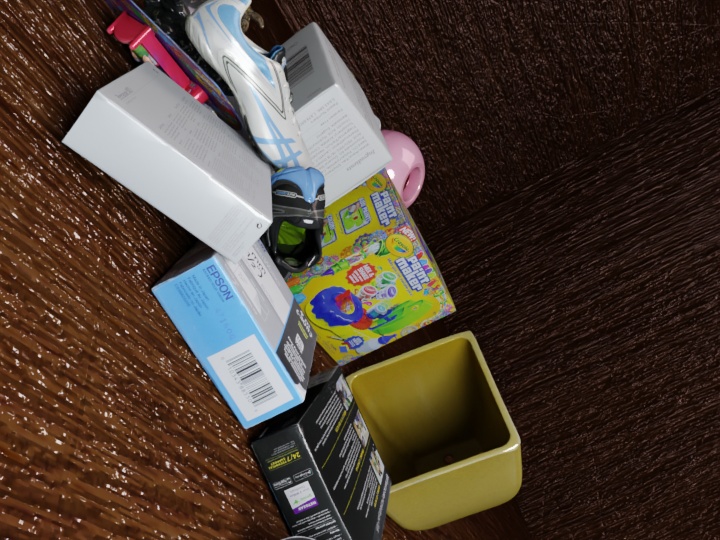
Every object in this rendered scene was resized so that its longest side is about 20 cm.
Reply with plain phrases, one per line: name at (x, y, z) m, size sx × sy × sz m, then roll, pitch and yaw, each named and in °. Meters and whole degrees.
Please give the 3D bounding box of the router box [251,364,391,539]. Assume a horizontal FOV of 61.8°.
router box at (-0.027, 0.191, 0.589) m, size 0.150 × 0.051 × 0.200 m, roll 65°, pitch 9°, yaw -1°

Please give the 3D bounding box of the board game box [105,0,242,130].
board game box at (-0.209, -0.208, 0.626) m, size 0.200 × 0.039 × 0.158 m, roll 44°, pitch -7°, yaw -13°

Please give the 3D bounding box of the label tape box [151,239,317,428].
label tape box at (-0.103, 0.030, 0.572) m, size 0.144 × 0.066 × 0.200 m, roll 61°, pitch 11°, yaw -16°

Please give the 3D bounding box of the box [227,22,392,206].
box at (-0.088, -0.181, 0.785) m, size 0.131 × 0.199 × 0.200 m, roll 45°, pitch 19°, yaw -39°

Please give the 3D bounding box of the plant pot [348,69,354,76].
plant pot at (-0.085, -0.291, 1.255) m, size 0.201 × 0.198 × 0.191 m, roll -107°, pitch 178°, yaw -47°

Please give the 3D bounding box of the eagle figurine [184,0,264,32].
eagle figurine at (-0.260, -0.467, 0.962) m, size 0.199 × 0.153 × 0.151 m, roll 15°, pitch -3°, yaw -39°

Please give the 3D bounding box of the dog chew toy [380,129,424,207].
dog chew toy at (-0.005, -0.161, 0.895) m, size 0.199 × 0.125 × 0.125 m, roll 27°, pitch -8°, yaw 26°

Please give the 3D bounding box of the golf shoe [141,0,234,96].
golf shoe at (-0.181, -0.250, 0.702) m, size 0.200 × 0.078 × 0.095 m, roll 42°, pitch -9°, yaw 25°

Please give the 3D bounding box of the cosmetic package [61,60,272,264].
cosmetic package at (-0.150, -0.103, 0.521) m, size 0.151 × 0.052 × 0.200 m, roll 40°, pitch 13°, yaw -22°

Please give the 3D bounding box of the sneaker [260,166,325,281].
sneaker at (-0.084, -0.028, 0.633) m, size 0.200 × 0.070 × 0.084 m, roll 129°, pitch -42°, yaw -57°

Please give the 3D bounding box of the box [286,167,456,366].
box at (0.000, 0.000, 0.829) m, size 0.200 × 0.191 × 0.123 m, roll 53°, pitch 14°, yaw -45°

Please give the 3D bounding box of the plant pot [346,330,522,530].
plant pot at (0.113, 0.244, 0.836) m, size 0.195 × 0.194 × 0.201 m, roll -105°, pitch 172°, yaw -50°

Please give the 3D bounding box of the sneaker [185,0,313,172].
sneaker at (-0.088, -0.166, 0.582) m, size 0.201 × 0.072 × 0.072 m, roll 60°, pitch 4°, yaw -36°

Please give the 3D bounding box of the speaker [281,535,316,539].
speaker at (-0.005, 0.264, 0.431) m, size 0.200 × 0.081 × 0.082 m, roll 55°, pitch 12°, yaw -40°
